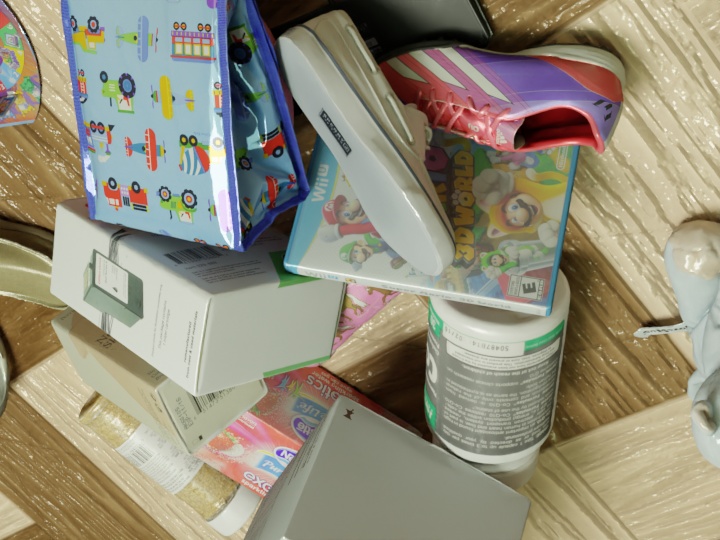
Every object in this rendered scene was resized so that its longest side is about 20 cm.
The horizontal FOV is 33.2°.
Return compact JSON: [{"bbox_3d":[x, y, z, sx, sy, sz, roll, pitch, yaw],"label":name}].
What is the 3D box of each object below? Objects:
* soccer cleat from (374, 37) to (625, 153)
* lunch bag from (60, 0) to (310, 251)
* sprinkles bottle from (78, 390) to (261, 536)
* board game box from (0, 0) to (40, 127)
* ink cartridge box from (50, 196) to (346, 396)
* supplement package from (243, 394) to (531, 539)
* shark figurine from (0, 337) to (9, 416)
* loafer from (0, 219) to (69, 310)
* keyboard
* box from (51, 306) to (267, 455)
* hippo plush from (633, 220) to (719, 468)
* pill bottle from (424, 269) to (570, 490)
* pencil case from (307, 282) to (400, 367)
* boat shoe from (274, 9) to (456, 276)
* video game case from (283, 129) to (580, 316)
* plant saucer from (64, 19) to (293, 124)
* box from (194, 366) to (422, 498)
[{"bbox_3d":[0.087,-0.119,0.864,0.198,0.074,0.068,2,147,17],"label":"soccer cleat"},{"bbox_3d":[-0.135,-0.131,0.858,0.149,0.094,0.202,12,127,31],"label":"lunch bag"},{"bbox_3d":[-0.192,0.187,1.237,0.200,0.068,0.068,41,130,-13],"label":"sprinkles bottle"},{"bbox_3d":[-0.373,-0.178,1.031,0.198,0.039,0.159,-4,126,24],"label":"board game box"},{"bbox_3d":[-0.132,0.007,0.959,0.199,0.145,0.085,28,117,38],"label":"ink cartridge box"},{"bbox_3d":[0.005,0.250,1.021,0.190,0.148,0.200,29,138,-5],"label":"supplement package"},{"bbox_3d":[-0.420,0.057,1.236,0.089,0.129,0.215,12,155,45],"label":"shark figurine"},{"bbox_3d":[-0.349,-0.009,1.141,0.198,0.068,0.076,22,132,4],"label":"loafer"},{"bbox_3d":[-0.013,-0.190,0.894,0.198,0.021,0.127,-15,126,29],"label":"keyboard"},{"bbox_3d":[-0.182,0.076,1.069,0.199,0.095,0.078,20,141,47],"label":"box"},{"bbox_3d":[0.277,0.060,0.885,0.199,0.161,0.159,-30,113,37],"label":"hippo plush"},{"bbox_3d":[0.110,0.087,1.006,0.112,0.113,0.201,11,130,13],"label":"pill bottle"},{"bbox_3d":[0.000,0.000,0.994,0.082,0.087,0.200,13,141,-35],"label":"pencil case"},{"bbox_3d":[0.019,-0.094,0.850,0.201,0.065,0.073,58,157,-5],"label":"boat shoe"},{"bbox_3d":[0.055,-0.050,0.898,0.198,0.144,0.018,9,159,11],"label":"video game case"},{"bbox_3d":[-0.133,-0.156,0.930,0.199,0.051,0.202,20,138,18],"label":"plant saucer"},{"bbox_3d":[-0.055,0.159,1.142,0.199,0.095,0.103,33,132,-7],"label":"box"}]
